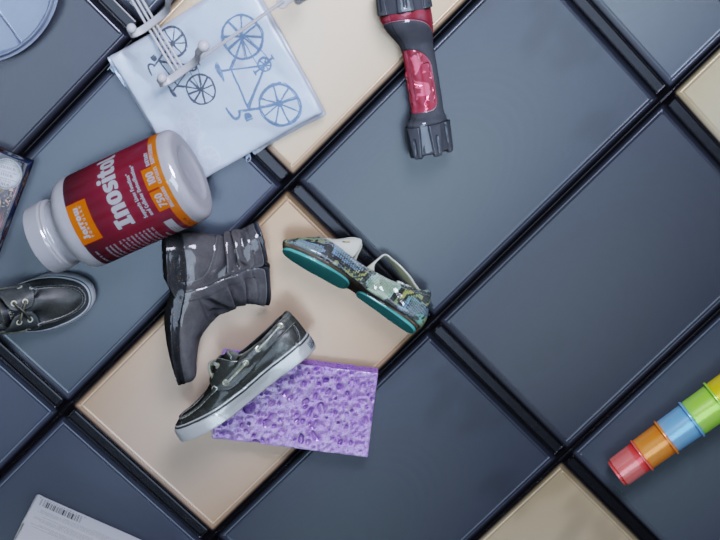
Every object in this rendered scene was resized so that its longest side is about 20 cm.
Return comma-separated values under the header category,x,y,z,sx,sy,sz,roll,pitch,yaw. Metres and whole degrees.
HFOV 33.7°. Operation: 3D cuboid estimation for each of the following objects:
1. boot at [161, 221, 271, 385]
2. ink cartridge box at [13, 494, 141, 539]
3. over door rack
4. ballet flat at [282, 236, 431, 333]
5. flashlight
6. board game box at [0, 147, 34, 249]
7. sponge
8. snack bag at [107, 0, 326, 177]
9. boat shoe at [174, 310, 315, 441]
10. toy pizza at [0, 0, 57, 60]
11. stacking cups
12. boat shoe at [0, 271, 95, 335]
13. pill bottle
category,x,y,z,sx,sy,sz,roll,pitch,yaw
boot,-0.170,0.044,1.440,0.131,0.070,0.201,-4,114,-16
ink cartridge box,-0.324,0.359,1.441,0.199,0.174,0.044,26,100,-8
over door rack,-0.182,-0.321,1.340,0.200,0.067,0.148,-31,90,6
ballet flat,0.000,0.000,1.446,0.200,0.074,0.074,33,98,-11
flashlight,0.064,-0.232,1.391,0.067,0.068,0.201,-10,102,-2
board game box,-0.505,-0.105,1.402,0.199,0.035,0.136,22,100,-8
sponge,-0.081,0.166,1.487,0.199,0.030,0.112,8,101,-4
snack bag,-0.170,-0.217,1.405,0.199,0.021,0.189,-30,101,6
boat shoe,-0.150,0.125,1.429,0.200,0.071,0.064,-38,102,-2
toy pizza,-0.441,-0.338,1.358,0.199,0.032,0.201,-1,103,-3
stacking cups,0.407,0.202,1.514,0.200,0.061,0.061,-39,101,9
boat shoe,-0.419,0.049,1.429,0.199,0.057,0.069,-10,102,-1
pill bottle,-0.282,-0.073,1.376,0.199,0.113,0.113,-24,103,10
